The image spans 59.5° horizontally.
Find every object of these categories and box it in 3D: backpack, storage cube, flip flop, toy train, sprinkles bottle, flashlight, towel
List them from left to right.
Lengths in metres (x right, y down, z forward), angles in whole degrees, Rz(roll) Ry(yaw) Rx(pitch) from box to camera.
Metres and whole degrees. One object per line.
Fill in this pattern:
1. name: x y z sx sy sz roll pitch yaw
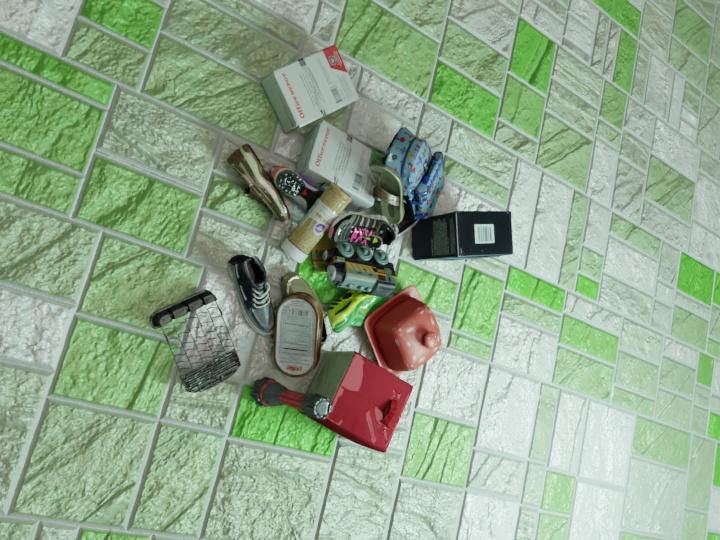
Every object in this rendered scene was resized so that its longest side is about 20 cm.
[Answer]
1. flashlight: -0.159 0.288 1.413 0.068 0.198 0.069 -45 126 -36
2. sprinkles bottle: -0.106 -0.114 1.505 0.068 0.068 0.201 35 98 -24
3. towel: -0.090 -0.095 1.592 0.085 0.018 0.203 -6 90 -32
4. storage cube: -0.012 0.308 1.510 0.179 0.199 0.172 33 71 -19
5. toy train: 0.000 0.000 1.563 0.198 0.085 0.115 12 51 -29
6. flip flop: 0.062 -0.182 1.552 0.058 0.080 0.201 -52 149 -31
7. backpack: 0.133 -0.256 1.615 0.184 0.133 0.201 -61 156 -31

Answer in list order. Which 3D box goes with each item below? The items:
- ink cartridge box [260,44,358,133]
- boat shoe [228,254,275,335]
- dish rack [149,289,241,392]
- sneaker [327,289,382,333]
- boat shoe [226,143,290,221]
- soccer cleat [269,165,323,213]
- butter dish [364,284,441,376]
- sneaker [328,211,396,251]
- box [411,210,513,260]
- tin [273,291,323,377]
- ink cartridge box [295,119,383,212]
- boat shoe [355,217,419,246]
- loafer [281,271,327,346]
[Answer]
1. ink cartridge box: -0.124 -0.447 1.558 0.199 0.083 0.146 -33 104 -30
2. boat shoe: -0.238 0.057 1.447 0.074 0.092 0.202 -31 102 -29
3. dish rack: -0.356 0.160 1.393 0.152 0.054 0.202 -25 101 -29
4. sneaker: -0.011 0.092 1.607 0.199 0.074 0.084 -29 136 -38
5. boat shoe: -0.243 -0.195 1.487 0.074 0.075 0.204 -30 109 2
6. soccer cleat: -0.141 -0.189 1.532 0.068 0.073 0.199 -51 130 3
7. butter dish: 0.138 0.170 1.626 0.199 0.147 0.201 -33 114 -30
8. sneaker: 0.012 -0.091 1.532 0.198 0.087 0.074 -5 129 -44
9. box: 0.274 -0.091 1.709 0.198 0.198 0.125 -3 90 -31
10. tin: -0.149 0.152 1.480 0.110 0.042 0.203 6 98 13
11. ink cartridge box: -0.051 -0.258 1.580 0.199 0.084 0.148 28 64 -26
12. boat shoe: 0.076 -0.110 1.665 0.198 0.068 0.073 -22 98 -31
13. loafer: -0.125 0.096 1.527 0.075 0.068 0.202 -30 102 -30
